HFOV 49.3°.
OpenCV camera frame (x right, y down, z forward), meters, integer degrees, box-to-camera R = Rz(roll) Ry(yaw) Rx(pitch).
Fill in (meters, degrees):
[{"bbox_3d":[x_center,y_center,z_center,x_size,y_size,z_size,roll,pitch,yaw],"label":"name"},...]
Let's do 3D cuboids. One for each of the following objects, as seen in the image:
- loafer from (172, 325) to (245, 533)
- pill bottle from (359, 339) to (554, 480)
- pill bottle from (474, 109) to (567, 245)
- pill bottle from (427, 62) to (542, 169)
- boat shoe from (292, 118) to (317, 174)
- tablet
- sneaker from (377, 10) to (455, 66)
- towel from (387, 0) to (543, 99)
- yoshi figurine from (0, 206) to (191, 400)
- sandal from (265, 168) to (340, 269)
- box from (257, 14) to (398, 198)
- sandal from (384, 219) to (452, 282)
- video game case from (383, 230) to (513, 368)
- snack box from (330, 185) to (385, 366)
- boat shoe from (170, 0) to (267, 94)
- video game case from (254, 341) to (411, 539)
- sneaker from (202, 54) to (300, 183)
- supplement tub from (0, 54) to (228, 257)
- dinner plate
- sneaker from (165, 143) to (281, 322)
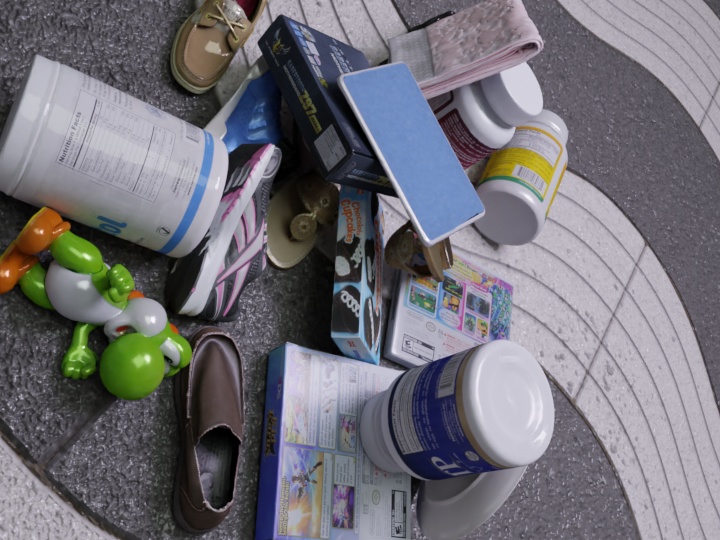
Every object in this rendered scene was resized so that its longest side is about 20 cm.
[{"bbox_3d":[-0.140,0.152,0.780,0.072,0.071,0.205,9,68,-34],"label":"loafer"},{"bbox_3d":[0.091,0.153,0.816,0.118,0.199,0.123,14,65,-32],"label":"pill bottle"},{"bbox_3d":[0.241,-0.144,1.158,0.112,0.112,0.202,42,53,-17],"label":"pill bottle"},{"bbox_3d":[0.133,-0.194,1.027,0.108,0.198,0.112,24,53,-35],"label":"pill bottle"},{"bbox_3d":[-0.053,-0.195,0.980,0.071,0.065,0.203,34,36,-26],"label":"boat shoe"},{"bbox_3d":[0.058,-0.132,0.859,0.129,0.014,0.203,-27,87,-47],"label":"tablet"},{"bbox_3d":[0.084,-0.301,1.111,0.076,0.090,0.203,39,55,-20],"label":"sneaker"},{"bbox_3d":[0.121,-0.281,0.980,0.202,0.187,0.033,-88,156,-55],"label":"towel"},{"bbox_3d":[-0.245,0.045,0.727,0.199,0.112,0.113,41,69,-21],"label":"yoshi figurine"},{"bbox_3d":[-0.046,-0.097,0.947,0.078,0.069,0.213,44,53,-15],"label":"sandal"},{"bbox_3d":[-0.017,-0.183,0.895,0.156,0.051,0.203,7,51,-54],"label":"box"},{"bbox_3d":[0.065,-0.020,0.947,0.211,0.068,0.080,-8,85,-77],"label":"sandal"},{"bbox_3d":[0.124,0.062,1.050,0.197,0.024,0.186,26,59,-27],"label":"video game case"},{"bbox_3d":[0.000,0.000,0.924,0.117,0.036,0.205,62,28,-65],"label":"snack box"},{"bbox_3d":[-0.163,-0.298,0.934,0.073,0.066,0.203,33,56,-23],"label":"boat shoe"},{"bbox_3d":[-0.024,0.199,0.869,0.178,0.045,0.205,18,63,-33],"label":"video game case"},{"bbox_3d":[-0.110,-0.166,0.917,0.111,0.076,0.202,37,58,-13],"label":"sneaker"},{"bbox_3d":[-0.240,-0.105,0.762,0.197,0.131,0.135,21,61,-28],"label":"supplement tub"},{"bbox_3d":[0.123,0.207,0.879,0.024,0.199,0.202,39,54,-13],"label":"dinner plate"},{"bbox_3d":[-0.132,-0.038,0.842,0.086,0.080,0.203,28,89,-40],"label":"sneaker"}]
